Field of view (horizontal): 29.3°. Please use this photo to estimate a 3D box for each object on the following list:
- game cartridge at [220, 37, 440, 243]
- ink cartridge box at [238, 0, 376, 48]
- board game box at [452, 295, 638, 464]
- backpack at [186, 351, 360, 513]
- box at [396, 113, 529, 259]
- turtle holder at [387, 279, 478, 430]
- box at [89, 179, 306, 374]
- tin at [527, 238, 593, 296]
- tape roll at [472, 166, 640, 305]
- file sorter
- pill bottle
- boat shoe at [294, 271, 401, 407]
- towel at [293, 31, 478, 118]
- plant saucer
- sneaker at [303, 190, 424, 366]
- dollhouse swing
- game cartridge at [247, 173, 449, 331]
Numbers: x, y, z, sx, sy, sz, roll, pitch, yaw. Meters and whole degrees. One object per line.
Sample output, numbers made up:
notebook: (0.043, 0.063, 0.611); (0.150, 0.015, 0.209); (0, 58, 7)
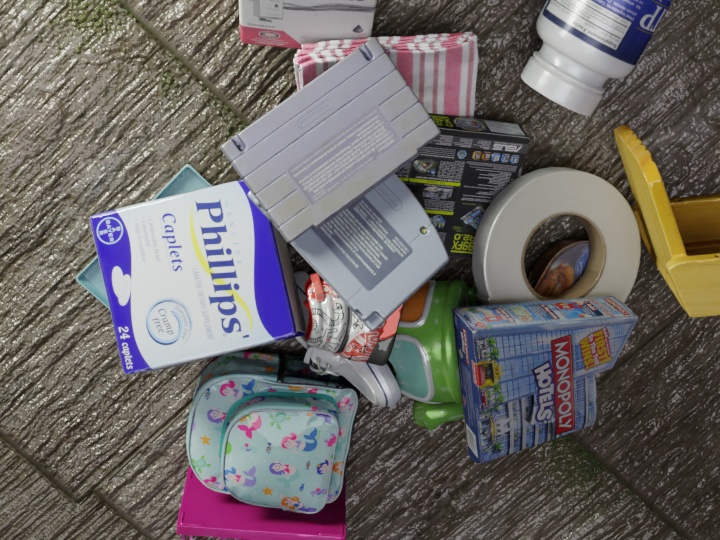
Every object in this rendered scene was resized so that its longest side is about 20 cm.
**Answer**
game cartridge: (-0.029, -0.134, 1.439); (0.200, 0.038, 0.130); (-35, 99, -5)
ink cartridge box: (-0.053, -0.306, 1.425); (0.146, 0.200, 0.083); (5, 75, -2)
board game box: (0.212, 0.112, 1.545); (0.199, 0.062, 0.201); (-16, 120, -13)
backpack: (-0.109, 0.192, 1.649); (0.199, 0.151, 0.178); (11, 112, 0)
box: (0.076, -0.097, 1.562); (0.199, 0.044, 0.161); (4, 119, -15)
turtle holder: (0.087, 0.093, 1.630); (0.131, 0.141, 0.186); (-2, 152, 16)
box: (-0.179, 0.006, 1.542); (0.199, 0.105, 0.185); (-14, 86, 3)
tin: (0.233, 0.056, 1.626); (0.112, 0.042, 0.200); (31, 90, -18)
tape roll: (0.223, -0.017, 1.569); (0.202, 0.037, 0.204); (-4, 103, -19)
file sorter: (-0.122, 0.337, 1.703); (0.199, 0.139, 0.126); (4, 112, -3)
pill bottle: (0.260, -0.276, 1.486); (0.119, 0.120, 0.200); (25, 109, -10)
boat shoe: (-0.037, 0.092, 1.605); (0.067, 0.074, 0.200); (-34, 66, -21)
towel: (0.030, -0.199, 1.519); (0.199, 0.030, 0.147); (-4, 149, 1)
plant saucer: (-0.244, -0.036, 1.624); (0.070, 0.019, 0.200); (43, 103, -15)
sneaker: (0.000, 0.001, 1.523); (0.108, 0.067, 0.202); (13, 100, -8)
dollhouse swing: (0.385, -0.070, 1.523); (0.181, 0.200, 0.176); (-6, 110, 1)
game cartridge: (-0.006, -0.051, 1.472); (0.133, 0.042, 0.200); (-41, 86, -10)
